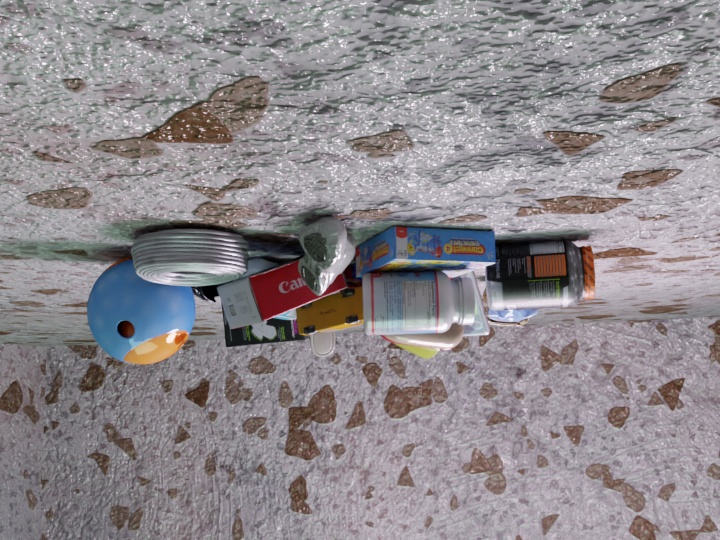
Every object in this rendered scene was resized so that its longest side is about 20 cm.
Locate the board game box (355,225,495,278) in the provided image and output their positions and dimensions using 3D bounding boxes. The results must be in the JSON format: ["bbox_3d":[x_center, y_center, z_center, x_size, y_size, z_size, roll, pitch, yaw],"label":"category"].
[{"bbox_3d":[0.111,-0.027,1.340,0.191,0.057,0.200,1,171,-19],"label":"board game box"}]

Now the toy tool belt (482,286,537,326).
[{"bbox_3d":[0.387,0.074,1.823,0.195,0.128,0.123,-5,179,16],"label":"toy tool belt"}]

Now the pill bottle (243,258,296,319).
[{"bbox_3d":[-0.170,0.043,1.550,0.108,0.114,0.199,-5,170,23],"label":"pill bottle"}]

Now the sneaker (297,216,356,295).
[{"bbox_3d":[-0.046,-0.042,1.219,0.099,0.078,0.201,-38,169,-24],"label":"sneaker"}]

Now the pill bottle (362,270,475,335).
[{"bbox_3d":[0.101,0.057,1.330,0.195,0.112,0.109,-2,171,0],"label":"pill bottle"}]

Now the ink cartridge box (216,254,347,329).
[{"bbox_3d":[-0.130,0.027,1.354,0.197,0.086,0.174,-22,-176,-36],"label":"ink cartridge box"}]

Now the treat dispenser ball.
[{"bbox_3d":[-0.409,0.074,1.404,0.195,0.206,0.201,-2,171,0],"label":"treat dispenser ball"}]

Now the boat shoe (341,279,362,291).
[{"bbox_3d":[0.023,0.017,1.555,0.197,0.075,0.075,-28,145,23],"label":"boat shoe"}]

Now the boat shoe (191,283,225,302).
[{"bbox_3d":[-0.324,0.033,1.565,0.196,0.064,0.075,-8,152,28],"label":"boat shoe"}]

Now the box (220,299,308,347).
[{"bbox_3d":[-0.213,0.103,1.781,0.195,0.128,0.148,-5,-177,9],"label":"box"}]

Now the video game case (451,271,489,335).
[{"bbox_3d":[0.162,0.067,1.600,0.196,0.185,0.024,-6,-148,25],"label":"video game case"}]

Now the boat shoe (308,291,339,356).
[{"bbox_3d":[-0.081,0.074,1.552,0.072,0.205,0.060,-6,-165,-13],"label":"boat shoe"}]

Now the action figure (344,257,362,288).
[{"bbox_3d":[0.000,0.000,1.476,0.195,0.067,0.052,-5,-167,14],"label":"action figure"}]

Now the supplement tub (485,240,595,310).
[{"bbox_3d":[0.333,0.009,1.397,0.195,0.126,0.122,-3,171,12],"label":"supplement tub"}]

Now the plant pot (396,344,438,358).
[{"bbox_3d":[0.090,0.091,1.759,0.196,0.192,0.186,17,165,-20],"label":"plant pot"}]

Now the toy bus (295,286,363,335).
[{"bbox_3d":[-0.033,0.078,1.457,0.197,0.067,0.078,-16,168,34],"label":"toy bus"}]

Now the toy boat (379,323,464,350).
[{"bbox_3d":[0.110,0.094,1.526,0.196,0.134,0.130,10,164,-20],"label":"toy boat"}]

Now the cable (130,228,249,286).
[{"bbox_3d":[-0.287,-0.021,1.259,0.195,0.071,0.199,-5,170,20],"label":"cable"}]
